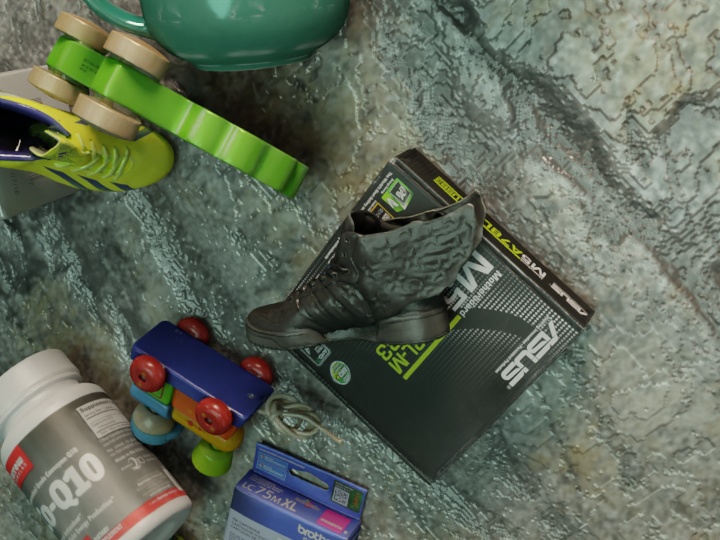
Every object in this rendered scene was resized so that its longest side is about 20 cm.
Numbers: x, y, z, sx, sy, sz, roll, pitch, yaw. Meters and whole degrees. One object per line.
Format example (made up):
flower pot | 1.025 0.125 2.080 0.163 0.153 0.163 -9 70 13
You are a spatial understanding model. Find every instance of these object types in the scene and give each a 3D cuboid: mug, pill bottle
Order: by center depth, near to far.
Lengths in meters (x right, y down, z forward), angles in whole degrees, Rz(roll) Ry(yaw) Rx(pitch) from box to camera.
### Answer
mug | -0.097 -0.207 0.749 0.184 0.152 0.115 4 111 25
pill bottle | -0.259 0.179 0.966 0.200 0.114 0.114 47 120 13

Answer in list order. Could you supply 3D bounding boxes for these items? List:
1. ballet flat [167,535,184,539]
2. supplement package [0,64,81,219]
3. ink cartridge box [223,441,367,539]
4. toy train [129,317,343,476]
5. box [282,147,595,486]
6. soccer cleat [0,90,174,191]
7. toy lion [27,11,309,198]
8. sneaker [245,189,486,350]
ballet flat | -0.237 0.324 1.047 0.199 0.067 0.067 -28 114 28
supplement package | -0.365 -0.106 0.923 0.198 0.117 0.118 -4 106 26
ink cartridge box | -0.071 0.268 0.964 0.119 0.042 0.201 21 113 16
toy train | -0.117 0.140 0.921 0.199 0.085 0.116 30 127 12
box | 0.049 0.040 0.827 0.193 0.047 0.200 44 120 8
soccer cleat | -0.233 -0.097 0.828 0.083 0.199 0.065 23 100 51
toy lion | -0.138 -0.117 0.803 0.200 0.191 0.069 31 94 53
sneaker | -0.001 0.001 0.781 0.198 0.060 0.105 -2 107 21
